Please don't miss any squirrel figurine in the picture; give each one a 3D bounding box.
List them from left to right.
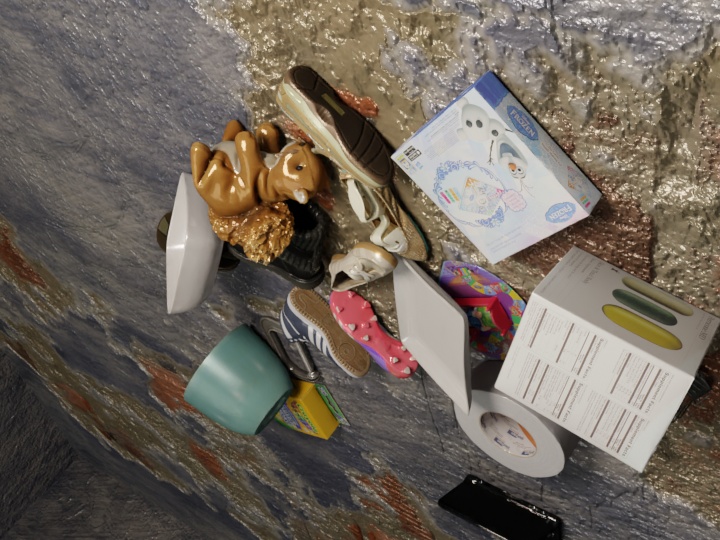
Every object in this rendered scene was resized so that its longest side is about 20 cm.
[{"bbox_3d":[-0.139,-0.117,1.359,0.184,0.142,0.203,7,108,16],"label":"squirrel figurine"}]

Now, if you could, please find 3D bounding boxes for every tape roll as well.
[{"bbox_3d":[0.249,0.239,1.453,0.199,0.066,0.201,30,148,20],"label":"tape roll"}]

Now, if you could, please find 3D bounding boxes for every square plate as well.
[{"bbox_3d":[0.112,0.087,1.370,0.198,0.028,0.202,46,153,45],"label":"square plate"}]

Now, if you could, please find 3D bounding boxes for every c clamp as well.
[{"bbox_3d":[-0.132,0.161,1.823,0.169,0.027,0.201,21,145,33],"label":"c clamp"}]

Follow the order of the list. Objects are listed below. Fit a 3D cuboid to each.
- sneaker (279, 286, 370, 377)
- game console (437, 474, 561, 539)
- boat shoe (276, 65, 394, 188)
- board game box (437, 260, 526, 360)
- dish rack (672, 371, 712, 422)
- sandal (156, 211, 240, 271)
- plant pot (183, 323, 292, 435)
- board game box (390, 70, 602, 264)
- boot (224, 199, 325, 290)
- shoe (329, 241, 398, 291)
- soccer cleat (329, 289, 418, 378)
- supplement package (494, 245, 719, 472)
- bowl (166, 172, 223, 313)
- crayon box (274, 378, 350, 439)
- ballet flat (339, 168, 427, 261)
[{"bbox_3d":[-0.069,0.124,1.661,0.200,0.070,0.109,48,145,2],"label":"sneaker"},{"bbox_3d":[0.260,0.477,1.696,0.198,0.117,0.177,21,144,31],"label":"game console"},{"bbox_3d":[-0.037,-0.182,1.232,0.201,0.071,0.076,50,137,5],"label":"boat shoe"},{"bbox_3d":[0.171,0.076,1.357,0.157,0.039,0.201,32,149,16],"label":"board game box"},{"bbox_3d":[0.369,0.161,1.229,0.153,0.055,0.201,36,149,7],"label":"dish rack"},{"bbox_3d":[-0.304,-0.047,1.727,0.198,0.083,0.055,19,166,21],"label":"sandal"},{"bbox_3d":[-0.236,0.238,1.861,0.160,0.201,0.201,38,150,10],"label":"plant pot"},{"bbox_3d":[0.161,-0.117,1.119,0.199,0.043,0.200,47,149,-7],"label":"board game box"},{"bbox_3d":[-0.142,-0.070,1.489,0.209,0.080,0.159,24,149,17],"label":"boot"},{"bbox_3d":[0.000,0.000,1.403,0.069,0.054,0.200,29,165,-16],"label":"shoe"},{"bbox_3d":[0.016,0.112,1.562,0.200,0.067,0.076,42,154,-7],"label":"soccer cleat"},{"bbox_3d":[0.297,0.101,1.099,0.198,0.151,0.152,29,126,20],"label":"supplement package"},{"bbox_3d":[-0.289,-0.047,1.589,0.074,0.201,0.202,5,131,-18],"label":"bowl"},{"bbox_3d":[-0.130,0.293,1.968,0.198,0.052,0.127,4,134,45],"label":"crayon box"},{"bbox_3d":[0.027,-0.077,1.300,0.070,0.065,0.201,-4,128,50],"label":"ballet flat"}]
